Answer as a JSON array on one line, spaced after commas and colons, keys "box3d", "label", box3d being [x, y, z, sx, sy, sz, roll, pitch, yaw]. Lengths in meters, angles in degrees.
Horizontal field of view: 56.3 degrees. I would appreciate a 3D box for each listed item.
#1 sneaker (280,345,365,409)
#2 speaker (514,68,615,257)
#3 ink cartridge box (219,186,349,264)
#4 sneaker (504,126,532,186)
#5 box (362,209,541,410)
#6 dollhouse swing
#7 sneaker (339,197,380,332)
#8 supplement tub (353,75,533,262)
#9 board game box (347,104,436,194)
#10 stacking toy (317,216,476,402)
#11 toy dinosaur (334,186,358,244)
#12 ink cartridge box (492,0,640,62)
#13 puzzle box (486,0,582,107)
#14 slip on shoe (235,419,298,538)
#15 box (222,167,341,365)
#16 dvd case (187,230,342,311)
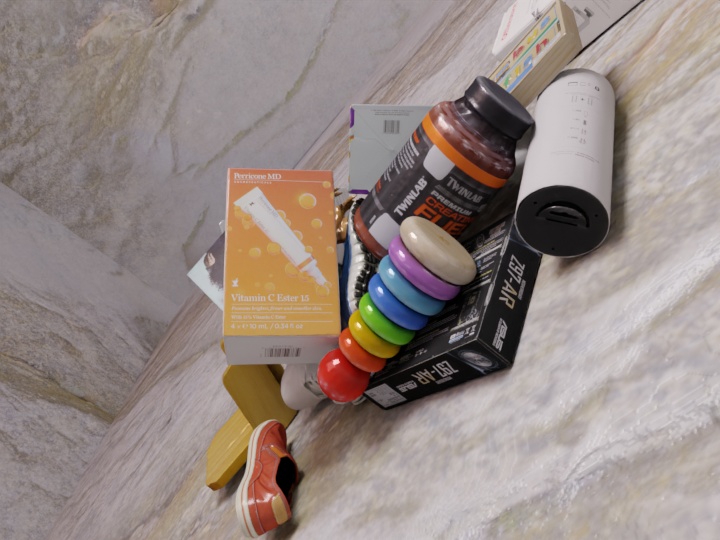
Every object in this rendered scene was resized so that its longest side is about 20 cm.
[{"box3d": [-0.040, 0.129, 0.827, 0.200, 0.073, 0.116, -45, 14, 25], "label": "sneaker"}, {"box3d": [0.196, -0.107, 0.632, 0.081, 0.081, 0.201, -38, 22, 43], "label": "speaker"}, {"box3d": [-0.098, -0.047, 1.010, 0.199, 0.117, 0.068, -19, 3, -38], "label": "ink cartridge box"}, {"box3d": [0.139, -0.123, 0.809, 0.088, 0.076, 0.200, -37, 12, -18], "label": "sneaker"}, {"box3d": [0.088, 0.046, 0.688, 0.200, 0.043, 0.161, -35, 24, 50], "label": "box"}, {"box3d": [-0.203, 0.190, 1.026, 0.175, 0.183, 0.200, -33, 15, -4], "label": "dollhouse swing"}, {"box3d": [0.000, 0.000, 0.787, 0.089, 0.078, 0.202, -47, 27, 45], "label": "sneaker"}, {"box3d": [0.085, -0.096, 0.690, 0.201, 0.106, 0.107, -52, 14, 29], "label": "supplement tub"}, {"box3d": [0.054, -0.147, 0.864, 0.200, 0.103, 0.104, -31, -56, -77], "label": "board game box"}, {"box3d": [0.021, 0.048, 0.658, 0.201, 0.085, 0.086, -52, 15, 20], "label": "stacking toy"}, {"box3d": [-0.034, -0.054, 0.887, 0.198, 0.061, 0.107, -16, 54, 16], "label": "toy dinosaur"}, {"box3d": [0.287, -0.367, 0.922, 0.200, 0.082, 0.147, -37, 23, 45], "label": "ink cartridge box"}, {"box3d": [0.161, -0.201, 0.753, 0.200, 0.025, 0.134, -47, 15, 34], "label": "puzzle box"}, {"box3d": [-0.102, 0.241, 0.807, 0.060, 0.075, 0.200, -16, 14, 3], "label": "slip on shoe"}, {"box3d": [-0.091, -0.004, 0.763, 0.098, 0.123, 0.202, 109, 159, -64], "label": "box"}, {"box3d": [-0.128, 0.003, 0.879, 0.146, 0.022, 0.200, -49, 54, -4], "label": "dvd case"}]
